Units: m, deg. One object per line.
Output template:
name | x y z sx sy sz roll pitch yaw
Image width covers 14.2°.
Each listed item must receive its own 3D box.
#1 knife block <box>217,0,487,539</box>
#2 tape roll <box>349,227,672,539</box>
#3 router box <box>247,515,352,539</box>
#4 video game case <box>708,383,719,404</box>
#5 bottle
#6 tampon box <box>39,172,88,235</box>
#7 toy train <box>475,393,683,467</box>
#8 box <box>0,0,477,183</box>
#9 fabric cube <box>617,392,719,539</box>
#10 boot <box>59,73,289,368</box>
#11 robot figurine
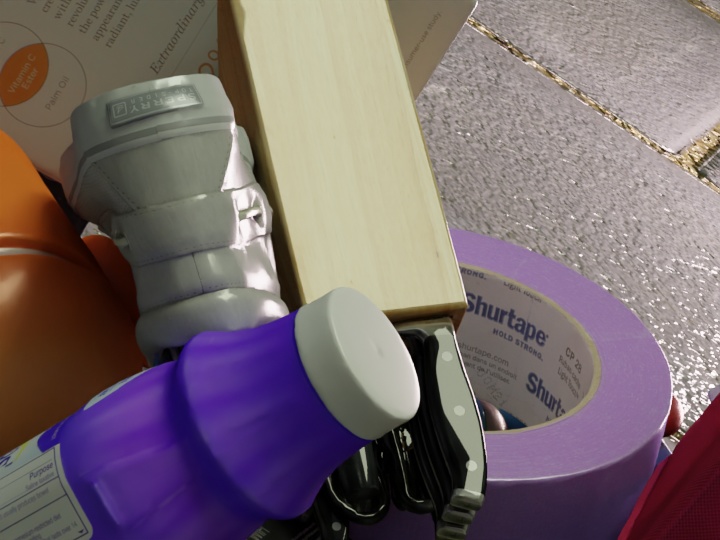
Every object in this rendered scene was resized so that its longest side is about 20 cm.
knife block | 0.000 0.000 1.071 0.064 0.200 0.176 -6 18 -16
tape roll | 0.027 0.056 1.218 0.200 0.066 0.200 9 31 -5
router box | -0.009 0.165 1.015 0.157 0.052 0.200 35 20 10
video game case | 0.206 0.158 1.264 0.143 0.017 0.200 52 19 -36
bottle | -0.074 0.071 0.922 0.065 0.200 0.084 60 23 2
tampon box | -0.175 -0.117 1.333 0.150 0.126 0.200 26 20 -16
toy train | 0.104 0.122 1.264 0.116 0.085 0.200 11 27 -24
box | -0.080 -0.110 1.180 0.200 0.152 0.106 29 15 -16
fabric cube | 0.232 0.091 1.077 0.200 0.199 0.196 39 19 2
boot | -0.064 -0.004 1.016 0.200 0.074 0.096 86 -10 -85
robot figurine | -0.153 0.018 1.063 0.144 0.117 0.200 37 10 -43
